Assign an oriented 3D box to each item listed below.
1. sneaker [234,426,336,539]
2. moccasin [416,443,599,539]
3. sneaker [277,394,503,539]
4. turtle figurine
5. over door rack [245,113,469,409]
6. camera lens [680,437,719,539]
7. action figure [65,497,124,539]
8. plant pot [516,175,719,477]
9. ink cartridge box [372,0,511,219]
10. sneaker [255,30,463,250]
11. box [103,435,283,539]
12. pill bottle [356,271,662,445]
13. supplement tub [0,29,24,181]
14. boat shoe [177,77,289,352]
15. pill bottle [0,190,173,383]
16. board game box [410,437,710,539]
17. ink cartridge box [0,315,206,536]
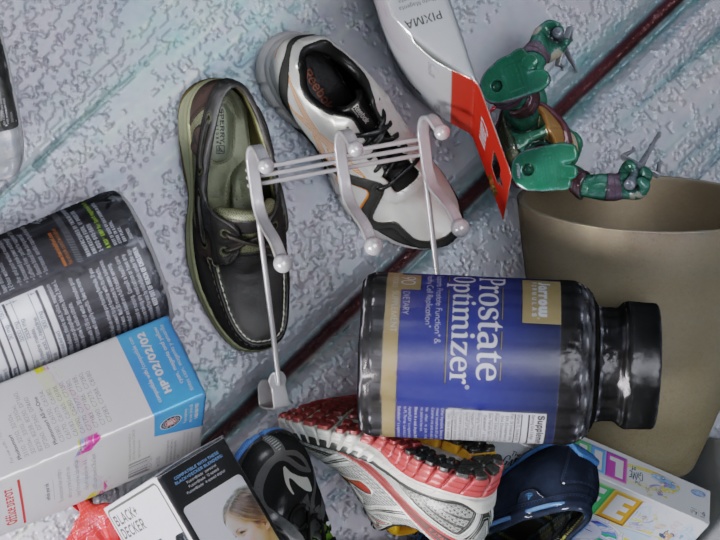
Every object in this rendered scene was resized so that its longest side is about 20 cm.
[{"bbox_3d":[-0.036,0.196,1.366,0.071,0.083,0.200,-29,116,-30],"label":"sneaker"},{"bbox_3d":[0.090,0.196,1.378,0.080,0.068,0.200,25,126,-18],"label":"moccasin"},{"bbox_3d":[0.012,0.143,1.374,0.078,0.200,0.083,-12,114,-40],"label":"sneaker"},{"bbox_3d":[0.143,-0.099,1.411,0.101,0.200,0.150,-40,79,15],"label":"turtle figurine"},{"bbox_3d":[0.000,0.000,1.382,0.147,0.067,0.201,-11,113,-20],"label":"over door rack"},{"bbox_3d":[0.331,0.223,1.472,0.199,0.160,0.161,19,85,-14],"label":"camera lens"},{"bbox_3d":[-0.155,0.233,1.391,0.065,0.052,0.201,-31,90,-7],"label":"action figure"},{"bbox_3d":[0.204,0.046,1.440,0.186,0.187,0.201,-3,105,-15],"label":"plant pot"},{"bbox_3d":[0.051,-0.138,1.370,0.057,0.163,0.201,-14,81,0],"label":"ink cartridge box"},{"bbox_3d":[0.003,-0.091,1.423,0.200,0.080,0.074,46,77,-13],"label":"sneaker"},{"bbox_3d":[-0.086,0.222,1.332,0.060,0.117,0.201,-29,88,-30],"label":"box"},{"bbox_3d":[0.099,0.060,1.321,0.199,0.112,0.112,2,90,3],"label":"pill bottle"},{"bbox_3d":[-0.333,-0.103,1.307,0.199,0.122,0.123,-12,93,-14],"label":"supplement tub"},{"bbox_3d":[-0.088,-0.039,1.403,0.071,0.066,0.202,-10,93,-16],"label":"boat shoe"},{"bbox_3d":[-0.238,0.028,1.342,0.199,0.106,0.107,-23,96,-14],"label":"pill bottle"},{"bbox_3d":[0.134,0.173,1.429,0.199,0.135,0.034,23,41,-9],"label":"board game box"},{"bbox_3d":[-0.210,0.115,1.335,0.199,0.115,0.068,-22,69,-16],"label":"ink cartridge box"}]
